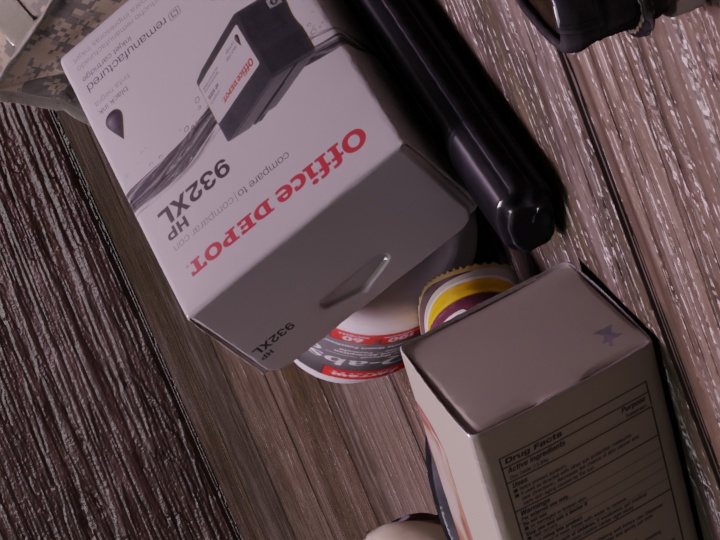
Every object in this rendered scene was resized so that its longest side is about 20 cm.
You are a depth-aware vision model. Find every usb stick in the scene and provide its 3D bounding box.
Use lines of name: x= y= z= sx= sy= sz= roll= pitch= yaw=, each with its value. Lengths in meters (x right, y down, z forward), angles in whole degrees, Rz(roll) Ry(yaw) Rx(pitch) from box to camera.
usb stick: x=0.039 y=-0.092 z=1.136 sx=0.200 sy=0.032 sz=0.056 roll=58 pitch=177 yaw=32

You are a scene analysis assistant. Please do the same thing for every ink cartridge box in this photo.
ink cartridge box: x=-0.051 y=-0.072 z=1.184 sx=0.084 sy=0.145 sz=0.200 roll=37 pitch=-162 yaw=-52

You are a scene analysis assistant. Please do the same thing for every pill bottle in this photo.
pill bottle: x=0.000 y=0.000 z=1.311 sx=0.116 sy=0.115 sz=0.200 roll=63 pitch=170 yaw=11

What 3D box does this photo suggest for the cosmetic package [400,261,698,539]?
cosmetic package: x=0.100 y=0.111 z=1.115 sx=0.087 sy=0.103 sz=0.201 roll=49 pitch=160 yaw=52

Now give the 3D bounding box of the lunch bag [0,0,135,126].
lunch bag: x=-0.149 y=-0.207 z=1.275 sx=0.117 sy=0.200 sz=0.164 roll=16 pitch=-150 yaw=-47

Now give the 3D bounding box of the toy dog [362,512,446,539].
toy dog: x=0.067 y=0.252 z=1.588 sx=0.193 sy=0.140 sz=0.200 roll=21 pitch=-154 yaw=-47

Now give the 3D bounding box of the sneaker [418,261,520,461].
sneaker: x=0.071 y=0.088 z=1.222 sx=0.200 sy=0.074 sz=0.090 roll=72 pitch=-174 yaw=-50

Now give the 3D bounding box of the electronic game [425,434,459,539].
electronic game: x=0.096 y=0.158 z=1.403 sx=0.200 sy=0.041 sz=0.201 roll=55 pitch=158 yaw=35

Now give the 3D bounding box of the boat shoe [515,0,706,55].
boat shoe: x=0.057 y=-0.141 z=0.856 sx=0.200 sy=0.060 sz=0.074 roll=54 pitch=166 yaw=47
